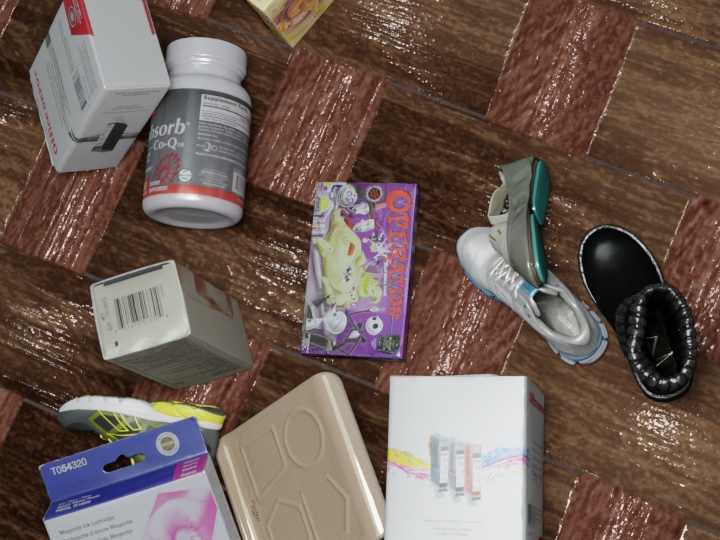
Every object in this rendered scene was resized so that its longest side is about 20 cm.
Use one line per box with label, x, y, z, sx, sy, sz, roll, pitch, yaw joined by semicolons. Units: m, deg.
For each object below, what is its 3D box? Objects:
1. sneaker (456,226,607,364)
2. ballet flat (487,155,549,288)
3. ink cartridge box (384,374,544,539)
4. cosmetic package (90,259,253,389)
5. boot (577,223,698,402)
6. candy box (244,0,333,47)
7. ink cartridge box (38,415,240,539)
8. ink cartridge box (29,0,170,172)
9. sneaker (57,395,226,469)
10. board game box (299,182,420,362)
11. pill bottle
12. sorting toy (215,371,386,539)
sneaker;0.179;0.016;1.497;0.200;0.087;0.075;40;91;21
ballet flat;0.166;-0.046;1.491;0.064;0.067;0.200;-11;38;18
ink cartridge box;0.109;0.212;1.437;0.144;0.145;0.200;0;76;15
cosmetic package;-0.201;0.062;1.526;0.103;0.200;0.087;-17;72;9
boot;0.282;0.032;1.427;0.079;0.158;0.211;-28;72;7
candy box;-0.048;-0.366;1.631;0.055;0.115;0.200;40;89;19
ink cartridge box;-0.239;0.283;1.535;0.196;0.043;0.200;-19;95;10
ink cartridge box;-0.305;-0.222;1.624;0.084;0.200;0.144;-7;70;-32
sneaker;-0.251;0.185;1.577;0.200;0.074;0.085;2;83;18
board game box;0.000;0.000;1.580;0.120;0.032;0.200;2;78;11
pill bottle;-0.185;-0.156;1.618;0.116;0.116;0.200;0;77;15
sorting toy;-0.061;0.228;1.507;0.200;0.036;0.185;-34;68;37
